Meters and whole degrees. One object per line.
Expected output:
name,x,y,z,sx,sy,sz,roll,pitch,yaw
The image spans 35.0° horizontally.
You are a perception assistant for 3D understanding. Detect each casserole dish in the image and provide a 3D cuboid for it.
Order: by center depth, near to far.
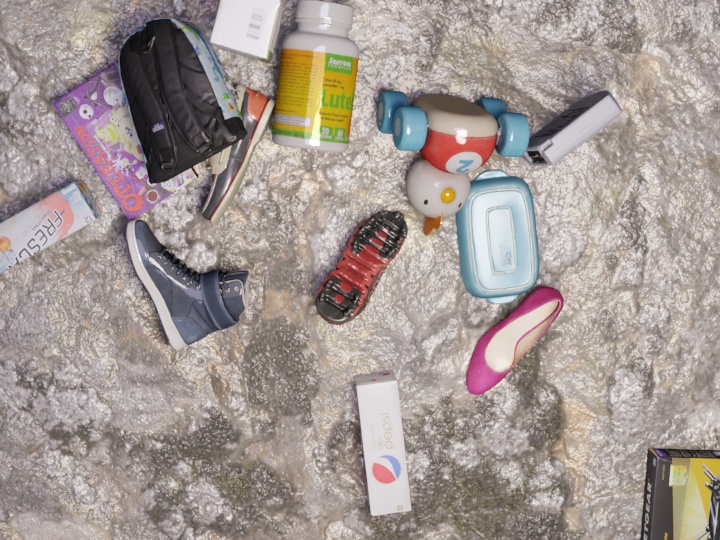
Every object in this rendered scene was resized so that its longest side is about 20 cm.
casserole dish,0.206,-0.047,1.689,0.120,0.039,0.202,-7,99,-2

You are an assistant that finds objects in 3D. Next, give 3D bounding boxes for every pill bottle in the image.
pill bottle,-0.060,-0.272,1.604,0.110,0.111,0.202,6,97,-4

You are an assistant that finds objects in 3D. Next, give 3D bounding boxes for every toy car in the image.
toy car,0.119,-0.139,1.615,0.182,0.177,0.202,1,111,-15

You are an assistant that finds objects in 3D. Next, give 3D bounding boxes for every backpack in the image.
backpack,-0.252,-0.247,1.574,0.162,0.154,0.201,-25,100,23

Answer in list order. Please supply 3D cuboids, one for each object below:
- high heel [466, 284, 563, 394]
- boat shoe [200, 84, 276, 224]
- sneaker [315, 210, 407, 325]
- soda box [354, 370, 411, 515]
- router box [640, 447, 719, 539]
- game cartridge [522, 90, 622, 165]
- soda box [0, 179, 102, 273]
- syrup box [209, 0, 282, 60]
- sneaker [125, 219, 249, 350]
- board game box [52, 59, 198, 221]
high heel,0.227,0.108,1.681,0.067,0.096,0.200,41,93,-8
boat shoe,-0.187,-0.165,1.632,0.062,0.071,0.202,24,93,-3
sneaker,0.000,0.000,1.668,0.070,0.098,0.201,32,72,5
soda box,0.033,0.257,1.704,0.063,0.068,0.202,-7,98,-2
router box,0.517,0.378,1.757,0.155,0.052,0.202,2,98,-3
game cartridge,0.294,-0.198,1.591,0.133,0.200,0.041,-41,95,3
soda box,-0.472,-0.055,1.630,0.199,0.068,0.064,-30,98,0
syrup box,-0.151,-0.331,1.546,0.081,0.200,0.080,15,97,-4
sneaker,-0.240,0.000,1.641,0.145,0.077,0.204,-20,108,11
board game box,-0.337,-0.187,1.643,0.119,0.032,0.201,-32,99,6
